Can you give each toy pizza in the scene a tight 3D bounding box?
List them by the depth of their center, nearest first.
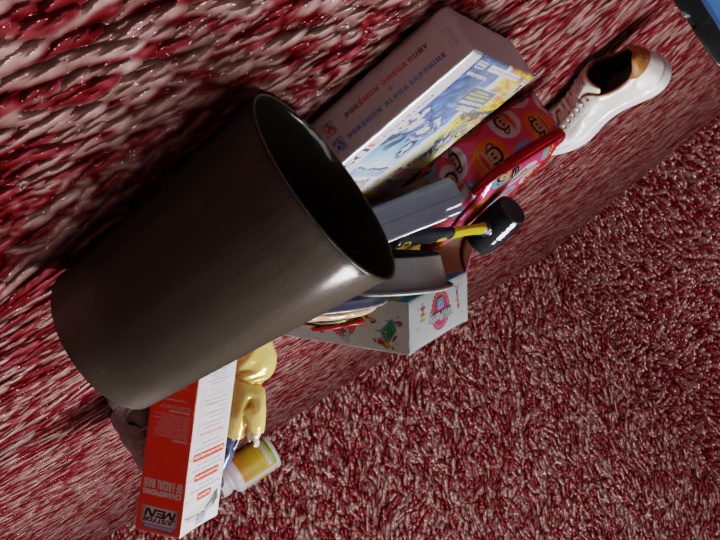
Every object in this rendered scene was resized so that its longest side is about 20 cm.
[{"bbox_3d":[-0.071,0.042,0.947,0.197,0.032,0.200,-2,-176,0],"label":"toy pizza"}]

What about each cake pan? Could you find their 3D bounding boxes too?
[{"bbox_3d":[0.000,0.000,0.990,0.197,0.037,0.200,0,-175,0],"label":"cake pan"}]

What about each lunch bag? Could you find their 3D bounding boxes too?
[{"bbox_3d":[0.144,-0.117,1.101,0.175,0.082,0.200,-34,172,-35],"label":"lunch bag"}]

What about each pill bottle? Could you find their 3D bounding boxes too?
[{"bbox_3d":[-0.351,0.600,2.851,0.199,0.112,0.111,-30,170,-23],"label":"pill bottle"}]

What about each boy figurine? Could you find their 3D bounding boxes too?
[{"bbox_3d":[-0.173,0.173,1.209,0.202,0.123,0.064,-65,163,-3],"label":"boy figurine"}]

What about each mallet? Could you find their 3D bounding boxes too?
[{"bbox_3d":[0.104,-0.046,0.978,0.066,0.041,0.199,-41,160,31],"label":"mallet"}]

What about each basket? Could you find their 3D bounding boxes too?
[{"bbox_3d":[-0.101,-0.003,0.641,0.199,0.137,0.180,-32,155,13],"label":"basket"}]

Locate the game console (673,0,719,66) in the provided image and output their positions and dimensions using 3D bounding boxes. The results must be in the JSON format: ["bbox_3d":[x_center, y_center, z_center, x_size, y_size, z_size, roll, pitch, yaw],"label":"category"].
[{"bbox_3d":[0.396,-0.308,0.886,0.199,0.117,0.176,-38,170,18],"label":"game console"}]

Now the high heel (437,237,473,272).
[{"bbox_3d":[0.120,-0.030,1.242,0.096,0.066,0.203,81,21,-84],"label":"high heel"}]

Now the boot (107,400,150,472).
[{"bbox_3d":[-0.258,0.190,1.151,0.073,0.096,0.200,-30,170,-22],"label":"boot"}]

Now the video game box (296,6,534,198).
[{"bbox_3d":[0.041,-0.127,0.771,0.181,0.047,0.200,-36,172,23],"label":"video game box"}]

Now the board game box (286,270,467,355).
[{"bbox_3d":[0.008,0.039,1.107,0.198,0.065,0.147,6,-164,32],"label":"board game box"}]

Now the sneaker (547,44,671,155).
[{"bbox_3d":[0.272,-0.214,1.145,0.084,0.074,0.199,16,144,-37],"label":"sneaker"}]

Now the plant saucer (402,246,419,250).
[{"bbox_3d":[0.037,-0.027,1.290,0.199,0.036,0.200,-34,171,-6],"label":"plant saucer"}]

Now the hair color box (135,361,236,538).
[{"bbox_3d":[-0.206,0.201,1.118,0.063,0.203,0.111,7,-178,14],"label":"hair color box"}]

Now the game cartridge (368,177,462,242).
[{"bbox_3d":[0.021,-0.052,0.908,0.131,0.042,0.200,-17,-174,-2],"label":"game cartridge"}]
